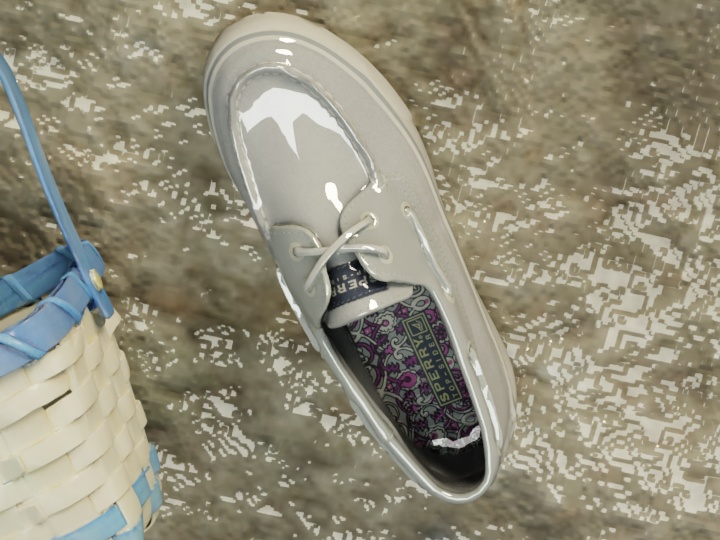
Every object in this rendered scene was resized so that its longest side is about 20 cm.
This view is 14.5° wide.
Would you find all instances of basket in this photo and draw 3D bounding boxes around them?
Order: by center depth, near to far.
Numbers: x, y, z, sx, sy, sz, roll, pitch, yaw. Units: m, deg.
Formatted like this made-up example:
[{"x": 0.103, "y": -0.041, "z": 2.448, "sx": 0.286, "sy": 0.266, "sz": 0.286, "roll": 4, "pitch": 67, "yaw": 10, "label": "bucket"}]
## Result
[{"x": -0.174, "y": 0.034, "z": 1.032, "sx": 0.176, "sy": 0.139, "sz": 0.201, "roll": -23, "pitch": 106, "yaw": 7, "label": "basket"}]

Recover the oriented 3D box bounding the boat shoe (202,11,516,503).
[{"x": 0.000, "y": 0.000, "z": 1.052, "sx": 0.072, "sy": 0.069, "sz": 0.201, "roll": -19, "pitch": 113, "yaw": 9, "label": "boat shoe"}]
